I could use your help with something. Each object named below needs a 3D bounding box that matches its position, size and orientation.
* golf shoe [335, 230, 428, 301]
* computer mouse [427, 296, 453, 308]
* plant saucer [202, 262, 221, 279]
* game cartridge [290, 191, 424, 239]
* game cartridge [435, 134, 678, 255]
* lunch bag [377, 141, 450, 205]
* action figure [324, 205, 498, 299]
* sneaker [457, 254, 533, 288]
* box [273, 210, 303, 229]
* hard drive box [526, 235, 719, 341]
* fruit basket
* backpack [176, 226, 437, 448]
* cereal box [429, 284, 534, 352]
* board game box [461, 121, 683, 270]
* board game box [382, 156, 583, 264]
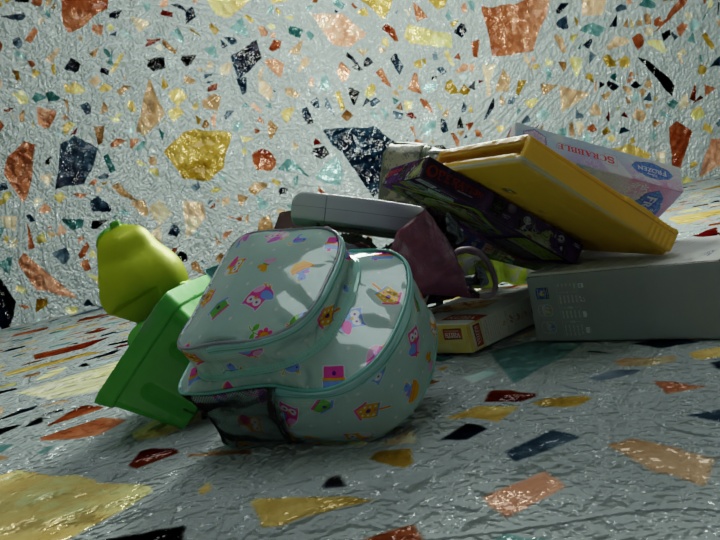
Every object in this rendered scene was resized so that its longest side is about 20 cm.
[{"bbox_3d":[0.000,0.000,0.881,0.200,0.088,0.077,6,-11,-13],"label":"golf shoe"},{"bbox_3d":[0.058,0.040,1.028,0.138,0.053,0.200,-22,-1,-7],"label":"computer mouse"},{"bbox_3d":[-0.119,0.033,0.847,0.070,0.019,0.200,-23,35,-26],"label":"plant saucer"},{"bbox_3d":[0.014,-0.064,0.877,0.200,0.042,0.133,7,-6,-4],"label":"game cartridge"},{"bbox_3d":[0.194,-0.072,0.713,0.200,0.032,0.176,24,-4,-21],"label":"game cartridge"},{"bbox_3d":[0.124,-0.113,1.036,0.167,0.140,0.200,4,5,14],"label":"lunch bag"},{"bbox_3d":[0.038,0.003,0.821,0.200,0.134,0.149,-25,-15,26],"label":"action figure"},{"bbox_3d":[0.215,-0.021,1.034,0.200,0.076,0.105,6,27,-26],"label":"sneaker"},{"bbox_3d":[-0.084,0.017,0.948,0.075,0.100,0.200,-10,45,22],"label":"box"},{"bbox_3d":[0.305,0.017,0.740,0.200,0.077,0.156,-7,7,45],"label":"hard drive box"},{"bbox_3d":[-0.228,0.053,0.770,0.156,0.215,0.216,-55,3,4],"label":"fruit basket"},{"bbox_3d":[-0.040,0.053,0.598,0.200,0.153,0.176,1,43,22],"label":"backpack"},{"bbox_3d":[0.145,0.057,0.868,0.200,0.040,0.144,-16,5,-41],"label":"cereal box"},{"bbox_3d":[0.237,-0.071,0.839,0.199,0.041,0.200,13,-35,-6],"label":"board game box"},{"bbox_3d":[0.131,-0.062,0.771,0.200,0.032,0.120,27,-9,-16],"label":"board game box"}]
